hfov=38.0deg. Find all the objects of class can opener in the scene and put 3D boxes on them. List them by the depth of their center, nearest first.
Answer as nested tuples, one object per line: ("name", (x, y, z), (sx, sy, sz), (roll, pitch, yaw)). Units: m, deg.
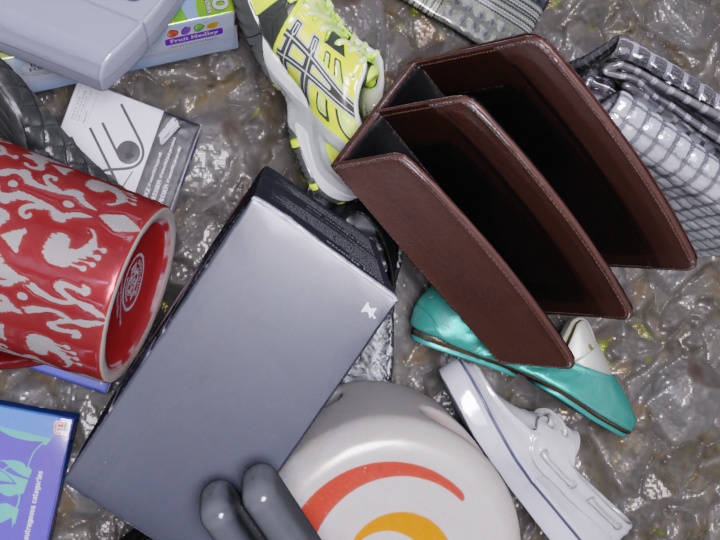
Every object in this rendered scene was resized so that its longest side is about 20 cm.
("can opener", (-0.028, 0.196, 0.602), (0.052, 0.067, 0.202), (-22, 118, 6))

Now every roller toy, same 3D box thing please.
("roller toy", (0.013, 0.176, 0.727), (0.197, 0.140, 0.186), (2, 97, -8))

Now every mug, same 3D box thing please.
("mug", (-0.220, -0.012, 0.637), (0.197, 0.178, 0.135), (18, 74, 5))

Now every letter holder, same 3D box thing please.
("letter holder", (0.105, -0.036, 0.670), (0.200, 0.141, 0.101), (48, 66, -25))

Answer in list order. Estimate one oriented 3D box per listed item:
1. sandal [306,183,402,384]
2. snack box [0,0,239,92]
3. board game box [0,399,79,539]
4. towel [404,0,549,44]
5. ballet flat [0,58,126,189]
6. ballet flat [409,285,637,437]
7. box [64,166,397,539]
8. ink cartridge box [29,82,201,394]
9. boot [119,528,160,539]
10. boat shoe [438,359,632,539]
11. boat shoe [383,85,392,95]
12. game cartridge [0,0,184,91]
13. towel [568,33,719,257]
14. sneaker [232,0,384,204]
("sandal", (0.001, 0.001, 0.780), (0.074, 0.048, 0.204), (-3, 87, -11))
("snack box", (-0.197, -0.207, 0.733), (0.197, 0.053, 0.144), (-14, 73, -11))
("board game box", (-0.308, 0.156, 0.715), (0.197, 0.045, 0.155), (11, 85, -9))
("towel", (0.079, -0.290, 0.824), (0.198, 0.035, 0.194), (29, 85, -10))
("ballet flat", (-0.203, -0.073, 0.687), (0.201, 0.066, 0.057), (52, 42, -19))
("ballet flat", (0.135, 0.058, 0.790), (0.198, 0.067, 0.071), (25, 94, -7))
("box", (-0.078, 0.050, 0.671), (0.103, 0.182, 0.201), (33, 97, -9))
("ink cartridge box", (-0.189, -0.023, 0.747), (0.093, 0.044, 0.203), (19, 84, -7))
("boot", (-0.122, 0.251, 0.673), (0.158, 0.211, 0.079), (46, 59, 0))
("boat shoe", (0.132, 0.134, 0.780), (0.065, 0.074, 0.201), (-37, 110, 2))
("boat shoe", (0.082, -0.058, 0.779), (0.199, 0.063, 0.074), (35, 59, -13))
("game cartridge", (-0.171, -0.222, 0.695), (0.131, 0.041, 0.202), (22, 68, -2))
("towel", (0.205, -0.086, 0.747), (0.164, 0.200, 0.086), (30, 81, -9))
("sneaker", (-0.025, -0.151, 0.723), (0.076, 0.075, 0.202), (-18, 105, 31))
